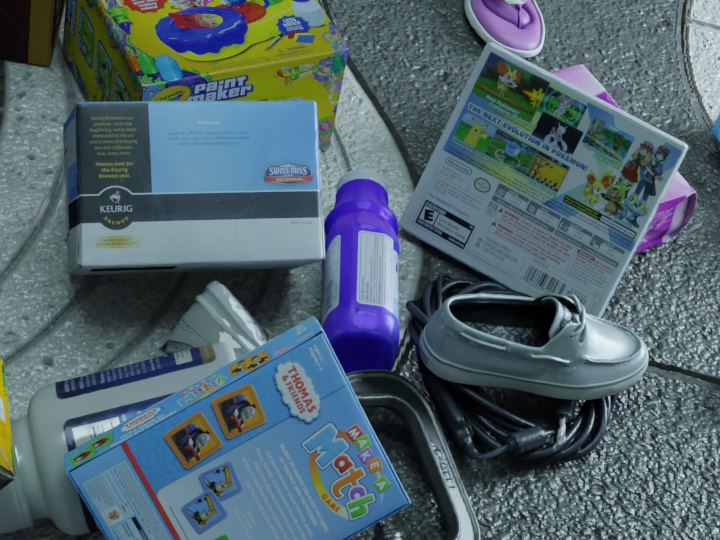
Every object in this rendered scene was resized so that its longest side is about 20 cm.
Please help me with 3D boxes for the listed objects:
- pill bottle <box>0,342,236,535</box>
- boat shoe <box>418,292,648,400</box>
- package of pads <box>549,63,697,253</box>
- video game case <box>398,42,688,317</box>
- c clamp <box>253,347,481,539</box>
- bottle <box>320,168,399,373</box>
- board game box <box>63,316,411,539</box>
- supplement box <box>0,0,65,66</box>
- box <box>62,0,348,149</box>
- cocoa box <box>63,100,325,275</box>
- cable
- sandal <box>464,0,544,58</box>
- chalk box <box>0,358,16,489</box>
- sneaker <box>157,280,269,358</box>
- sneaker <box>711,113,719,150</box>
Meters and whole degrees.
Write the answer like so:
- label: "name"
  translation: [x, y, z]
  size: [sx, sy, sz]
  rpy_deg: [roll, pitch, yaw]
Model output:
- label: "pill bottle"
  translation: [-0.177, 0.128, 1.262]
  size: [0.198, 0.112, 0.112]
  rpy_deg: [-14, 51, -8]
- label: "boat shoe"
  translation: [0.148, 0.055, 1.387]
  size: [0.199, 0.072, 0.071]
  rpy_deg: [4, 49, -18]
- label: "package of pads"
  translation: [0.207, -0.101, 1.603]
  size: [0.120, 0.076, 0.201]
  rpy_deg: [-18, 54, -26]
- label: "video game case"
  translation: [0.157, -0.073, 1.511]
  size: [0.199, 0.184, 0.022]
  rpy_deg: [29, 11, 15]
- label: "c clamp"
  translation: [0.012, 0.145, 1.310]
  size: [0.170, 0.027, 0.201]
  rpy_deg: [-2, 60, -50]
- label: "bottle"
  translation: [0.000, 0.000, 1.454]
  size: [0.065, 0.084, 0.201]
  rpy_deg: [7, 46, -6]
- label: "board game box"
  translation: [-0.084, 0.146, 1.209]
  size: [0.199, 0.152, 0.037]
  rpy_deg: [-28, 21, -4]
- label: "supplement box"
  translation: [-0.366, -0.319, 1.583]
  size: [0.198, 0.198, 0.134]
  rpy_deg: [9, 46, -6]
- label: "box"
  translation: [-0.146, -0.200, 1.580]
  size: [0.198, 0.123, 0.193]
  rpy_deg: [-14, 51, -25]
- label: "cocoa box"
  translation: [-0.140, -0.067, 1.415]
  size: [0.198, 0.133, 0.133]
  rpy_deg: [-2, 87, -14]
- label: "cable"
  translation: [0.123, 0.071, 1.440]
  size: [0.162, 0.051, 0.201]
  rpy_deg: [-11, 50, -22]
- label: "sandal"
  translation: [0.148, -0.300, 1.792]
  size: [0.081, 0.050, 0.204]
  rpy_deg: [3, 47, -10]
- label: "chalk box"
  translation: [-0.353, 0.126, 1.189]
  size: [0.199, 0.124, 0.124]
  rpy_deg: [-35, 40, 13]
- label: "sneaker"
  translation: [-0.081, 0.106, 1.362]
  size: [0.082, 0.075, 0.200]
  rpy_deg: [-40, 66, 1]
- label: "sneaker"
  translation: [0.399, -0.099, 1.649]
  size: [0.129, 0.080, 0.201]
  rpy_deg: [14, 36, -3]
